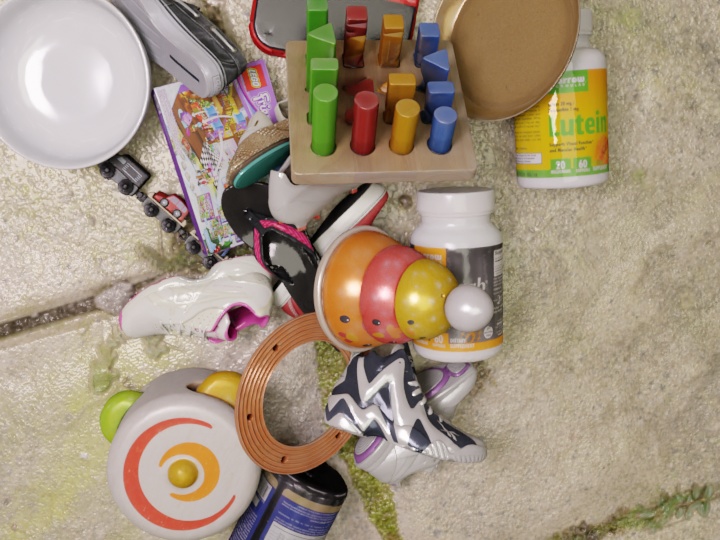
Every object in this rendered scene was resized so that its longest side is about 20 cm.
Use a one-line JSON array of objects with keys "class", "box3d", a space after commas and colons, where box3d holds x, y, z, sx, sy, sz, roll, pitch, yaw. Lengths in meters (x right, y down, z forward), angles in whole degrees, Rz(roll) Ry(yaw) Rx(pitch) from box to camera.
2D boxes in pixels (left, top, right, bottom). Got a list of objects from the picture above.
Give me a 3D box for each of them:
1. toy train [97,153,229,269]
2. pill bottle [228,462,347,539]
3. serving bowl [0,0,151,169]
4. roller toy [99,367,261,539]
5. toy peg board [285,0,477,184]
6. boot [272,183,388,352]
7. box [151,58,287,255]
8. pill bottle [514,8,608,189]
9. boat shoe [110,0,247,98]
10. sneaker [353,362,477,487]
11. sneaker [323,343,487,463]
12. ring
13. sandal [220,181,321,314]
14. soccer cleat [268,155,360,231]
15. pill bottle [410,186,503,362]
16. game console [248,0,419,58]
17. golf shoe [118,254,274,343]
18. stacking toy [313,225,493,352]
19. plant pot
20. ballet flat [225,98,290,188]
[{"class": "toy train", "box3d": [-0.232, -0.072, 0.992, 0.200, 0.034, 0.046, 43, 83, -11]}, {"class": "pill bottle", "box3d": [-0.106, 0.339, 1.036, 0.111, 0.112, 0.201, 26, 97, -10]}, {"class": "serving bowl", "box3d": [-0.331, -0.219, 0.933, 0.198, 0.066, 0.203, 0, 101, 2]}, {"class": "roller toy", "box3d": [-0.207, 0.222, 0.991, 0.198, 0.140, 0.184, -17, 102, -3]}, {"class": "toy peg board", "box3d": [0.020, -0.203, 0.875, 0.197, 0.098, 0.202, -2, 57, -6]}, {"class": "boot", "box3d": [0.000, 0.000, 1.011, 0.144, 0.072, 0.200, 37, 102, -11]}, {"class": "box", "box3d": [-0.152, -0.134, 0.969, 0.136, 0.039, 0.202, -20, 102, -18]}, {"class": "pill bottle", "box3d": [0.239, -0.204, 0.976, 0.110, 0.111, 0.202, -6, 100, -5]}, {"class": "boat shoe", "box3d": [-0.209, -0.273, 0.930, 0.071, 0.072, 0.200, -34, 73, -35]}, {"class": "sneaker", "box3d": [0.085, 0.199, 1.059, 0.099, 0.075, 0.200, 41, 101, -19]}, {"class": "sneaker", "box3d": [0.065, 0.148, 0.972, 0.197, 0.080, 0.131, 14, 79, 11]}, {"class": "ring", "box3d": [-0.066, 0.145, 0.971, 0.199, 0.019, 0.203, -14, 112, -38]}, {"class": "sandal", "box3d": [-0.086, -0.021, 0.945, 0.075, 0.045, 0.201, -34, 104, 11]}, {"class": "soccer cleat", "box3d": [-0.033, -0.122, 0.934, 0.069, 0.200, 0.078, 18, 133, 28]}, {"class": "pill bottle", "box3d": [0.117, 0.002, 0.997, 0.115, 0.116, 0.202, -4, 100, -5]}, {"class": "game console", "box3d": [-0.026, -0.334, 0.972, 0.198, 0.031, 0.179, 9, 95, -8]}, {"class": "golf shoe", "box3d": [-0.196, 0.050, 0.977, 0.198, 0.075, 0.092, -20, 58, 5]}, {"class": "stacking toy", "box3d": [0.058, 0.028, 0.888, 0.145, 0.199, 0.148, -7, 99, -44]}, {"class": "plant pot", "box3d": [0.167, -0.271, 0.942, 0.027, 0.199, 0.202, 5, 103, -49]}, {"class": "ballet flat", "box3d": [-0.091, -0.158, 0.939, 0.199, 0.071, 0.065, -33, 82, -39]}]
